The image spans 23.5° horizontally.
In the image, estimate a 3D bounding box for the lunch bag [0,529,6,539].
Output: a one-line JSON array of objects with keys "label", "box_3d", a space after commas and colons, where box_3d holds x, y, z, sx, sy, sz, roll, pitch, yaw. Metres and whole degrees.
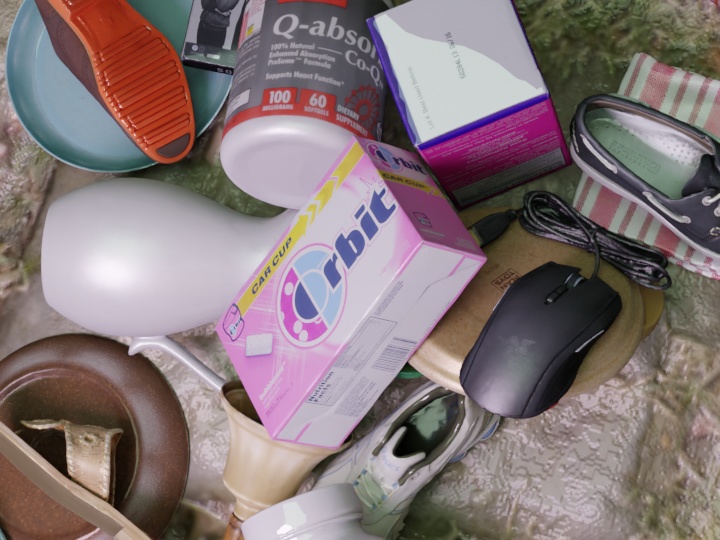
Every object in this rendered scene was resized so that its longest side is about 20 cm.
[{"label": "lunch bag", "box_3d": [-0.368, 0.207, 1.338, 0.160, 0.077, 0.200, -45, 73, 11]}]

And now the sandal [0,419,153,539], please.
[{"label": "sandal", "box_3d": [-0.195, 0.153, 1.300, 0.212, 0.078, 0.070, 40, 69, 10]}]

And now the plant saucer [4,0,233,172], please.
[{"label": "plant saucer", "box_3d": [-0.192, -0.174, 1.415, 0.200, 0.027, 0.201, -3, 78, 12]}]

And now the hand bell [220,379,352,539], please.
[{"label": "hand bell", "box_3d": [-0.088, 0.194, 1.293, 0.104, 0.104, 0.200, 25, 104, 15]}]

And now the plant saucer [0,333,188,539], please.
[{"label": "plant saucer", "box_3d": [-0.235, 0.146, 1.355, 0.200, 0.037, 0.201, -2, 79, 12]}]

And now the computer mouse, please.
[{"label": "computer mouse", "box_3d": [0.116, 0.010, 1.204, 0.140, 0.046, 0.200, 31, 52, 24]}]

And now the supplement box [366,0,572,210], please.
[{"label": "supplement box", "box_3d": [0.084, -0.126, 1.257, 0.103, 0.200, 0.101, -21, 76, 6]}]

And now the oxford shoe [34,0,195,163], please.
[{"label": "oxford shoe", "box_3d": [-0.197, -0.169, 1.376, 0.071, 0.073, 0.200, -28, 88, -28]}]

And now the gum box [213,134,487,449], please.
[{"label": "gum box", "box_3d": [-0.014, 0.022, 1.213, 0.200, 0.066, 0.114, -53, 46, 24]}]

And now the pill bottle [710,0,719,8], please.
[{"label": "pill bottle", "box_3d": [0.302, -0.237, 1.278, 0.200, 0.112, 0.112, 43, 90, 16]}]

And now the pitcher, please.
[{"label": "pitcher", "box_3d": [-0.139, 0.017, 1.328, 0.199, 0.121, 0.172, 4, 95, 1]}]

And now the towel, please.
[{"label": "towel", "box_3d": [0.270, -0.070, 1.295, 0.200, 0.030, 0.147, 21, 83, 15]}]

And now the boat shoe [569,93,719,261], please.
[{"label": "boat shoe", "box_3d": [0.240, -0.064, 1.252, 0.200, 0.060, 0.076, 25, 78, 13]}]

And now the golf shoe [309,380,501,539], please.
[{"label": "golf shoe", "box_3d": [0.015, 0.146, 1.271, 0.078, 0.097, 0.200, 42, 91, 14]}]

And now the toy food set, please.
[{"label": "toy food set", "box_3d": [0.108, 0.024, 1.256, 0.198, 0.049, 0.200, 23, 49, 20]}]

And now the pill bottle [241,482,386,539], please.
[{"label": "pill bottle", "box_3d": [-0.010, 0.255, 1.195, 0.112, 0.112, 0.200, -23, 75, 7]}]

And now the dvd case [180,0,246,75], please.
[{"label": "dvd case", "box_3d": [-0.050, -0.247, 1.384, 0.150, 0.025, 0.201, 11, 79, 2]}]

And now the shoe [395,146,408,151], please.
[{"label": "shoe", "box_3d": [0.000, 0.000, 1.316, 0.053, 0.070, 0.201, 10, 81, 10]}]

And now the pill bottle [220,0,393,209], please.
[{"label": "pill bottle", "box_3d": [-0.034, -0.156, 1.280, 0.115, 0.116, 0.201, 0, 62, 12]}]
